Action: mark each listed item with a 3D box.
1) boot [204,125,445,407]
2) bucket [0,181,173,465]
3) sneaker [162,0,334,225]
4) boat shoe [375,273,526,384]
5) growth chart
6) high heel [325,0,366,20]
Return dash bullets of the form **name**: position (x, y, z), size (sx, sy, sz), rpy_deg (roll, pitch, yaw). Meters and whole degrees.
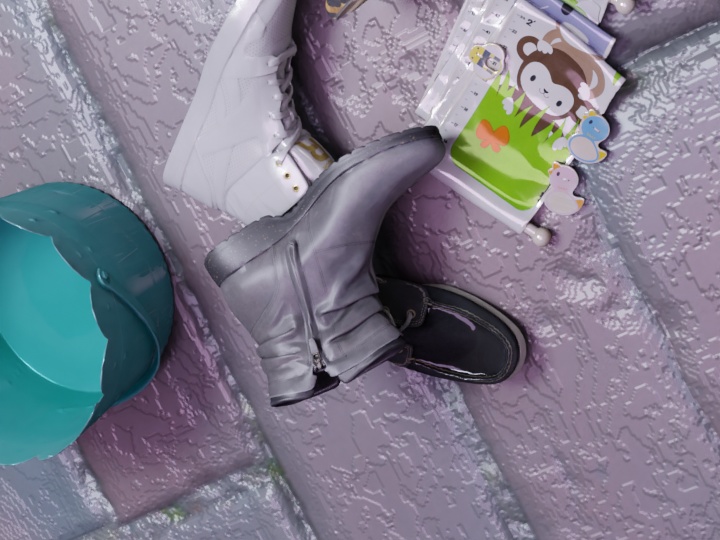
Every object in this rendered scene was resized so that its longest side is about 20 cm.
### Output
- **boot**: position (0.000, 0.000, 1.292), size (0.200, 0.070, 0.132), rpy_deg (-35, 74, 18)
- **bucket**: position (-0.248, 0.035, 1.417), size (0.206, 0.135, 0.208), rpy_deg (7, 109, 22)
- **sneaker**: position (-0.056, -0.116, 1.327), size (0.115, 0.074, 0.200), rpy_deg (31, 126, 9)
- **boat shoe**: position (0.020, 0.040, 1.345), size (0.199, 0.068, 0.072), rpy_deg (20, 112, 15)
- **growth chart**: position (0.110, -0.126, 1.279), size (0.144, 0.018, 0.200), rpy_deg (27, 117, 14)
- **high heel**: position (-0.005, -0.280, 1.242), size (0.142, 0.071, 0.200), rpy_deg (35, 101, 2)
